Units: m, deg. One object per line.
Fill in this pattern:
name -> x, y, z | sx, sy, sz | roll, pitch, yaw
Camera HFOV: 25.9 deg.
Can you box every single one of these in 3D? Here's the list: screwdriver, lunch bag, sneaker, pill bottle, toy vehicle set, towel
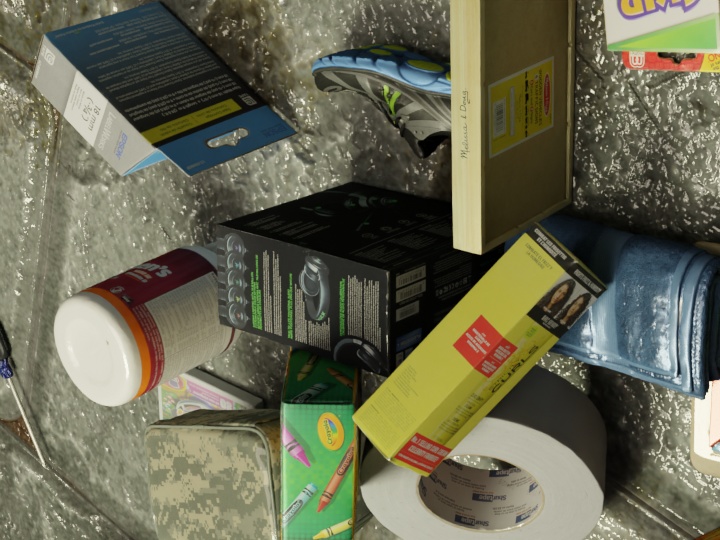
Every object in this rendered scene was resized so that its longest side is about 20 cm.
screwdriver -> -0.409, 0.142, 1.852 | 0.200, 0.028, 0.029 | 68, 165, -1
lunch bag -> -0.080, 0.193, 1.473 | 0.200, 0.167, 0.140 | -6, 94, 46
sneaker -> 0.038, -0.135, 1.274 | 0.199, 0.071, 0.083 | 20, 116, 32
pill bottle -> -0.178, 0.041, 1.466 | 0.109, 0.200, 0.110 | 20, 123, 35
toy vehicle set -> 0.115, -0.125, 1.168 | 0.026, 0.124, 0.201 | 17, 120, 37
towel -> 0.189, 0.021, 1.200 | 0.200, 0.048, 0.112 | 18, 116, 47

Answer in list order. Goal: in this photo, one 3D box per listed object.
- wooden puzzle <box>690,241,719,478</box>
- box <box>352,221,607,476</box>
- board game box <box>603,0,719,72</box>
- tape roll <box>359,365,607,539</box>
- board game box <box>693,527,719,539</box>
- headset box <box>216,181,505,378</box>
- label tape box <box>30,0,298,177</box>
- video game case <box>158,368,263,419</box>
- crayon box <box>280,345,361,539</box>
wooden puzzle -> 0.321, 0.085, 1.139 | 0.185, 0.037, 0.201 | 12, 117, 39
box -> 0.089, 0.060, 1.160 | 0.200, 0.075, 0.050 | -46, 58, 6
board game box -> 0.211, -0.236, 1.098 | 0.095, 0.030, 0.201 | 9, 117, 41
tape roll -> 0.101, 0.158, 1.284 | 0.200, 0.066, 0.201 | 6, 137, 6
board game box -> 0.245, 0.346, 1.216 | 0.200, 0.200, 0.200 | 57, 136, 7
headset box -> 0.000, 0.000, 1.296 | 0.200, 0.174, 0.093 | 15, 114, 37
label tape box -> -0.178, -0.147, 1.417 | 0.200, 0.144, 0.063 | 45, 133, 18
video game case -> -0.157, 0.201, 1.655 | 0.143, 0.018, 0.201 | 21, 123, 35
crayon box -> -0.029, 0.122, 1.267 | 0.058, 0.200, 0.119 | 1, 108, 1
